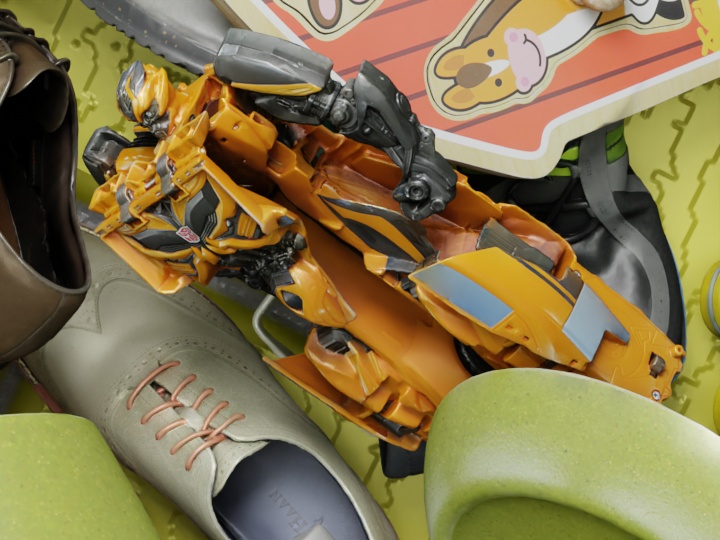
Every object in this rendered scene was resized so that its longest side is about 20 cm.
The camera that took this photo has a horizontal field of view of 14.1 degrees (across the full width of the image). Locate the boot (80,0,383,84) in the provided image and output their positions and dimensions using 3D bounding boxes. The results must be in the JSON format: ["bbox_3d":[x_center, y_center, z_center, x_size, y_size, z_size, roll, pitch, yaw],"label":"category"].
[{"bbox_3d":[-0.053,-0.145,0.980,0.200,0.070,0.132,31,103,16],"label":"boot"}]

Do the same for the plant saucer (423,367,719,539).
[{"bbox_3d":[0.094,0.115,0.925,0.200,0.200,0.031,42,62,0],"label":"plant saucer"}]

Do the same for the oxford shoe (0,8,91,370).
[{"bbox_3d":[-0.131,-0.067,0.961,0.084,0.073,0.200,-27,77,31],"label":"oxford shoe"}]

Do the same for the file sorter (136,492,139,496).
[{"bbox_3d":[-0.134,0.182,1.025,0.125,0.139,0.200,-4,92,1],"label":"file sorter"}]

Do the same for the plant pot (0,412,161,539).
[{"bbox_3d":[-0.108,0.151,0.885,0.187,0.187,0.200,-12,76,3],"label":"plant pot"}]

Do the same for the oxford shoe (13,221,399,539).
[{"bbox_3d":[-0.056,0.051,1.044,0.200,0.074,0.071,41,82,-1],"label":"oxford shoe"}]

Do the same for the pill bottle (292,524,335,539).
[{"bbox_3d":[0.017,0.187,0.971,0.111,0.111,0.200,-39,90,4],"label":"pill bottle"}]

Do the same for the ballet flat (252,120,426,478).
[{"bbox_3d":[-0.018,-0.011,1.047,0.073,0.073,0.200,-32,93,4],"label":"ballet flat"}]

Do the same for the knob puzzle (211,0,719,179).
[{"bbox_3d":[0.037,-0.125,0.953,0.220,0.030,0.220,-1,92,-30],"label":"knob puzzle"}]

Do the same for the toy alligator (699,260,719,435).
[{"bbox_3d":[0.167,0.056,1.053,0.054,0.059,0.200,-16,102,-40],"label":"toy alligator"}]

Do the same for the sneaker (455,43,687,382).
[{"bbox_3d":[0.063,-0.047,1.033,0.071,0.083,0.200,-17,92,3],"label":"sneaker"}]

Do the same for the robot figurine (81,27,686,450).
[{"bbox_3d":[0.000,0.000,0.951,0.200,0.145,0.058,34,57,-17],"label":"robot figurine"}]
